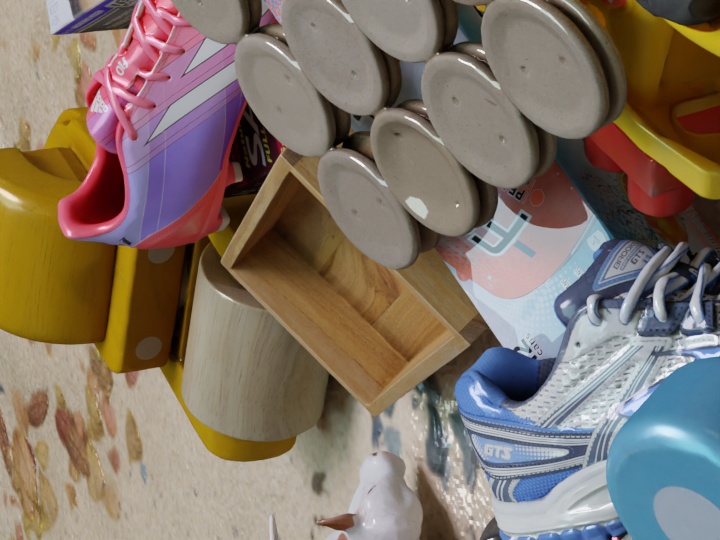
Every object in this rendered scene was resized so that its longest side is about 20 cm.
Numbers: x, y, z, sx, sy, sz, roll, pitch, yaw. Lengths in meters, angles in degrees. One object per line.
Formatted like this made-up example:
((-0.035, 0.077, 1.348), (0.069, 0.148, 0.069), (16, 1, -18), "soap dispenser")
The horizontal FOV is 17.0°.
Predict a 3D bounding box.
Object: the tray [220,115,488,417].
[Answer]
((0.000, 0.000, 0.977), (0.099, 0.037, 0.200), (45, 166, 1), "tray")

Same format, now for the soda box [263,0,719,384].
((0.044, -0.057, 0.876), (0.064, 0.068, 0.200), (-47, 66, 31), "soda box")

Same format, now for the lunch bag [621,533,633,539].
((0.148, 0.156, 0.717), (0.168, 0.139, 0.201), (105, 152, -69), "lunch bag")

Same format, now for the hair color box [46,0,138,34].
((-0.133, -0.232, 1.248), (0.109, 0.065, 0.201), (-16, 85, 63), "hair color box")

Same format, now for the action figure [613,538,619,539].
((0.105, 0.165, 0.847), (0.052, 0.065, 0.200), (-28, 43, 26), "action figure")

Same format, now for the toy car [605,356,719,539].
((0.203, 0.046, 0.595), (0.200, 0.184, 0.177), (48, 146, -3), "toy car")

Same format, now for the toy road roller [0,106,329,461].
((-0.108, -0.001, 1.171), (0.200, 0.146, 0.123), (52, 141, 45), "toy road roller")

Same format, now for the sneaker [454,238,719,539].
((0.104, 0.025, 0.764), (0.200, 0.077, 0.085), (-32, 89, 35), "sneaker")

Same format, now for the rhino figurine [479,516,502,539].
((0.074, 0.183, 0.943), (0.060, 0.087, 0.201), (-2, 100, 19), "rhino figurine")

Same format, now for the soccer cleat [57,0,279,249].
((-0.081, -0.089, 1.032), (0.067, 0.076, 0.200), (58, 146, 39), "soccer cleat")

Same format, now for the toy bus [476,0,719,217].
((0.113, -0.090, 0.741), (0.200, 0.135, 0.192), (48, 151, 45), "toy bus")

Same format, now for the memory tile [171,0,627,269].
((0.004, -0.083, 0.780), (0.153, 0.017, 0.200), (53, 154, 0), "memory tile")

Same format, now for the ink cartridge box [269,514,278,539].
((0.015, 0.201, 1.001), (0.117, 0.067, 0.201), (-104, 1, -80), "ink cartridge box")

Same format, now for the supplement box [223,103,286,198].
((-0.010, -0.103, 1.043), (0.200, 0.061, 0.109), (-21, 78, 64), "supplement box")

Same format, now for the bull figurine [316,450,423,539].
((-0.003, 0.182, 1.107), (0.121, 0.065, 0.201), (-178, 81, -67), "bull figurine")
